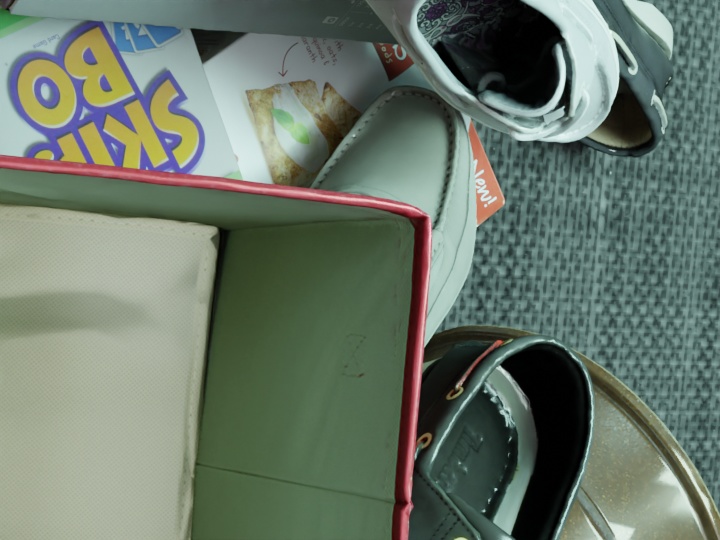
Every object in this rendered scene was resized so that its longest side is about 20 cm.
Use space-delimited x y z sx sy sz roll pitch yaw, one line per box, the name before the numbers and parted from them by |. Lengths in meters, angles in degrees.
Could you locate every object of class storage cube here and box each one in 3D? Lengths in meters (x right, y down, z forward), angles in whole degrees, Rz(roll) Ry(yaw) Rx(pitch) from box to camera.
storage cube | -0.100 0.060 0.658 0.199 0.179 0.173 6 87 -29

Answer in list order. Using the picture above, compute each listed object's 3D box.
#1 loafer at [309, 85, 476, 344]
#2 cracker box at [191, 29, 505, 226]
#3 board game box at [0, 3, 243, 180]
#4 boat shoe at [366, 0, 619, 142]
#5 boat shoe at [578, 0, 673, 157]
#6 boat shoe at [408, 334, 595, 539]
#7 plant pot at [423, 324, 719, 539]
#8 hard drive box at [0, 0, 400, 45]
loafer | 0.000 0.000 0.829 0.070 0.069 0.201 77 23 -49
cracker box | -0.043 -0.034 0.904 0.200 0.057 0.135 -39 117 -29
board game box | -0.106 -0.074 0.813 0.095 0.030 0.201 -13 79 -32
boat shoe | 0.055 -0.084 0.816 0.072 0.069 0.200 -30 151 8
boat shoe | 0.083 -0.099 0.964 0.200 0.073 0.061 24 63 -60
boat shoe | 0.025 0.100 0.740 0.074 0.063 0.202 47 46 -22
plant pot | 0.015 0.151 0.862 0.198 0.199 0.202 -29 113 -42
hard drive box | -0.052 -0.173 0.824 0.199 0.077 0.157 -1 61 -38
